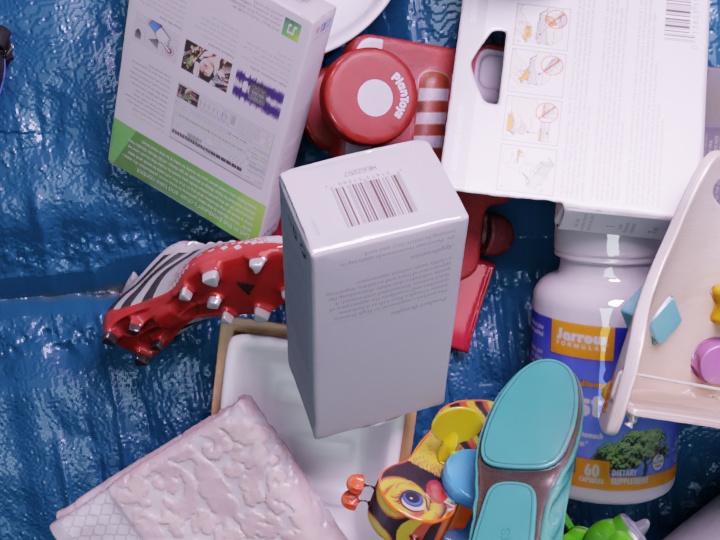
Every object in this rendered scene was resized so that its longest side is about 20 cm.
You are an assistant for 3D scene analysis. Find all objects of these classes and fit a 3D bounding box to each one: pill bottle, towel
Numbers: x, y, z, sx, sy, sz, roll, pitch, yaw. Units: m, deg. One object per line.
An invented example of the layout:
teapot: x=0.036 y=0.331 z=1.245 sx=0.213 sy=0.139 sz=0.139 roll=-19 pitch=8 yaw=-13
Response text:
pill bottle: x=0.181 y=0.060 z=0.819 sx=0.112 sy=0.112 sz=0.201 roll=1 pitch=101 yaw=5
towel: x=-0.106 y=0.221 z=0.835 sx=0.191 sy=0.032 sz=0.200 roll=-31 pitch=98 yaw=11

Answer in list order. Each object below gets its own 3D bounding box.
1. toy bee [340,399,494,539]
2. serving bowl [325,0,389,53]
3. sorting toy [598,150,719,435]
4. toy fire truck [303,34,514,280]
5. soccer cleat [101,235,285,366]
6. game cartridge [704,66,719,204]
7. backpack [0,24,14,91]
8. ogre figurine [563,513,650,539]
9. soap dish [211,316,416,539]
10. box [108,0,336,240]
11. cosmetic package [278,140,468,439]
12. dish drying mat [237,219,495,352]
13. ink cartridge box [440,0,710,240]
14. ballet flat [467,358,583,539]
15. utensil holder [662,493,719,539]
toy bee: x=0.048 y=0.151 z=0.781 sx=0.108 sy=0.200 sz=0.131 roll=21 pitch=106 yaw=4
serving bowl: x=-0.057 y=-0.253 z=0.809 sx=0.199 sy=0.066 sz=0.201 roll=1 pitch=100 yaw=6
sorting toy: x=0.252 y=0.021 z=0.710 sx=0.199 sy=0.107 sz=0.181 roll=10 pitch=99 yaw=-12
toy fire truck: x=0.040 y=-0.072 z=0.811 sx=0.167 sy=0.112 sz=0.201 roll=5 pitch=91 yaw=-14
soccer cleat: x=-0.115 y=0.005 z=0.826 sx=0.200 sy=0.085 sz=0.069 roll=-25 pitch=129 yaw=33
game cartridge: x=0.282 y=-0.044 z=0.794 sx=0.038 sy=0.129 sz=0.201 roll=-6 pitch=103 yaw=-37
backpack: x=-0.393 y=-0.124 z=0.825 sx=0.199 sy=0.147 sz=0.184 roll=18 pitch=99 yaw=5
ogre figurine: x=0.128 y=0.223 z=0.773 sx=0.098 sy=0.120 sz=0.200 roll=42 pitch=136 yaw=14
soap dish: x=-0.039 y=0.139 z=0.870 sx=0.157 sy=0.081 sz=0.201 roll=8 pitch=101 yaw=4
box: x=-0.106 y=-0.128 z=0.793 sx=0.144 sy=0.036 sz=0.200 roll=31 pitch=130 yaw=13
cosmetic package: x=0.005 y=0.018 z=0.720 sx=0.101 sy=0.074 sz=0.200 roll=-13 pitch=143 yaw=-14
dish drying mat: x=0.000 y=0.000 z=0.874 sx=0.199 sy=0.018 sz=0.077 roll=17 pitch=100 yaw=2
ink cartridge box: x=0.151 y=-0.126 z=0.777 sx=0.173 sy=0.044 sz=0.201 roll=7 pitch=70 yaw=6
ballet flat: x=0.107 y=0.150 z=0.730 sx=0.067 sy=0.200 sz=0.071 roll=3 pitch=133 yaw=20
utensil holder: x=0.269 y=0.275 z=0.821 sx=0.200 sy=0.170 sz=0.170 roll=-43 pitch=94 yaw=9
